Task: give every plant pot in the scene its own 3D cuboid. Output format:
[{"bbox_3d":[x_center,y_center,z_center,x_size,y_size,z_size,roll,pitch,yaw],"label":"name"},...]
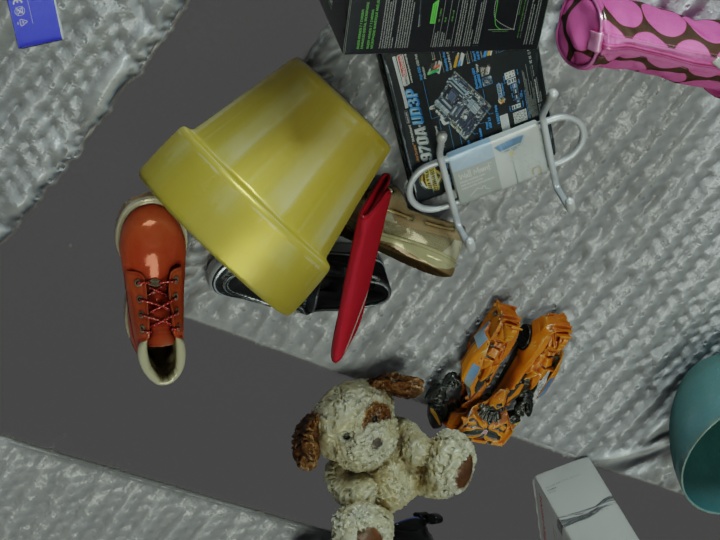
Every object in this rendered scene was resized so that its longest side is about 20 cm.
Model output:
[{"bbox_3d":[0.460,0.180,2.003,0.197,0.135,0.202,-9,131,-11],"label":"plant pot"},{"bbox_3d":[-0.078,-0.092,1.565,0.189,0.201,0.201,-46,129,2],"label":"plant pot"}]

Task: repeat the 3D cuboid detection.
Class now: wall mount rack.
[{"bbox_3d":[0.141,-0.111,1.630,0.198,0.075,0.175,-21,133,-2],"label":"wall mount rack"}]

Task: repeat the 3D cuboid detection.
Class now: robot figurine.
[{"bbox_3d":[0.161,0.129,1.908,0.143,0.058,0.201,10,124,-25],"label":"robot figurine"}]

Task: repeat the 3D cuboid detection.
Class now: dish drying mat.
[{"bbox_3d":[0.000,0.000,1.646,0.018,0.077,0.201,21,132,9],"label":"dish drying mat"}]

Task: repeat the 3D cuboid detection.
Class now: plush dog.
[{"bbox_3d":[0.010,0.202,1.887,0.199,0.160,0.173,-32,115,-14],"label":"plush dog"}]

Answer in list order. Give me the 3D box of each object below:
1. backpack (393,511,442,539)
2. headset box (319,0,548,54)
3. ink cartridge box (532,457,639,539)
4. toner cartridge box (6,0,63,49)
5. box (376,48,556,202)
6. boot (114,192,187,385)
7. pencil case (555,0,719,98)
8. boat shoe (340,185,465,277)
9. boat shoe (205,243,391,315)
[{"bbox_3d":[0.023,0.420,2.050,0.198,0.155,0.192,-13,142,-12],"label":"backpack"},{"bbox_3d":[0.049,-0.278,1.457,0.197,0.175,0.094,-3,130,-15],"label":"headset box"},{"bbox_3d":[0.296,0.357,2.050,0.082,0.201,0.148,-19,132,-8],"label":"ink cartridge box"},{"bbox_3d":[-0.293,-0.299,1.375,0.043,0.095,0.202,-12,132,-9],"label":"toner cartridge box"},{"bbox_3d":[0.107,-0.178,1.645,0.157,0.046,0.201,-20,132,-3],"label":"box"},{"bbox_3d":[-0.206,0.020,1.662,0.074,0.108,0.202,-7,129,-11],"label":"boot"},{"bbox_3d":[0.298,-0.226,1.640,0.198,0.094,0.091,6,126,-22],"label":"pencil case"},{"bbox_3d":[0.019,-0.058,1.709,0.198,0.071,0.065,25,83,-24],"label":"boat shoe"},{"bbox_3d":[-0.063,0.014,1.730,0.197,0.068,0.072,2,128,-21],"label":"boat shoe"}]
